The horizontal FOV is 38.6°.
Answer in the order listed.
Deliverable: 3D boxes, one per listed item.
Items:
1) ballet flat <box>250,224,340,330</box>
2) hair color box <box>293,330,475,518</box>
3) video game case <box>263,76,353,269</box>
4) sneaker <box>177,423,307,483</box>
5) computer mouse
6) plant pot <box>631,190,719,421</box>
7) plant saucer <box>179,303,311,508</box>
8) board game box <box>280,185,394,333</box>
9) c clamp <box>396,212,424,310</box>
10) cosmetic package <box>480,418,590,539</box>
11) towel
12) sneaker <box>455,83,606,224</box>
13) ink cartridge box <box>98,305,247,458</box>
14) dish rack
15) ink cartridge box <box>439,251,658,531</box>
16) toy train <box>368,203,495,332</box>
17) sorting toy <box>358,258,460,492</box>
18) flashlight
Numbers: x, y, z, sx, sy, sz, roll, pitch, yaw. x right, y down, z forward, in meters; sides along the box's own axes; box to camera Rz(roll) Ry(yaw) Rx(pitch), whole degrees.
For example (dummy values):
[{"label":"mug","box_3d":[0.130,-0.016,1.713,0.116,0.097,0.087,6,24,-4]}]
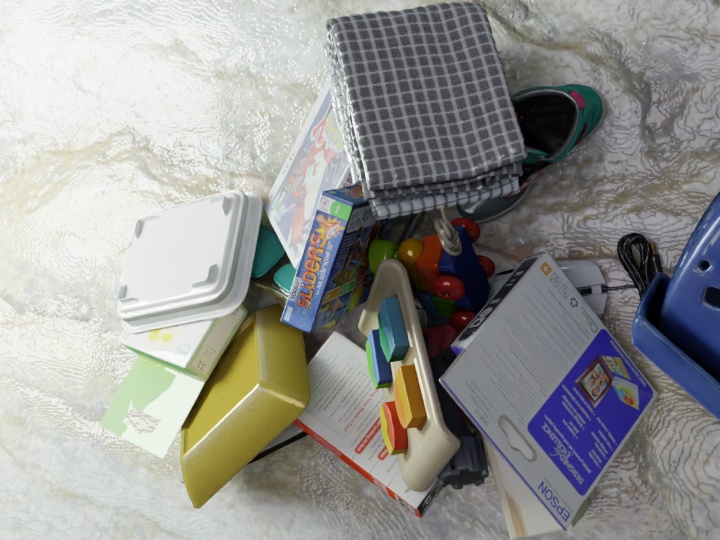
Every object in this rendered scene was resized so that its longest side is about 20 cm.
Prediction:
[{"label":"ballet flat","box_3d":[-0.093,0.009,1.227,0.200,0.071,0.071,36,106,37]},{"label":"hair color box","box_3d":[0.019,0.173,1.163,0.200,0.064,0.111,34,74,21]},{"label":"video game case","box_3d":[-0.046,-0.114,1.156,0.023,0.200,0.183,22,105,-24]},{"label":"sneaker","box_3d":[-0.144,0.192,1.260,0.199,0.073,0.085,-27,78,11]},{"label":"computer mouse","box_3d":[0.223,0.026,1.100,0.199,0.044,0.110,-9,89,24]},{"label":"plant pot","box_3d":[0.371,0.035,0.946,0.200,0.200,0.180,41,114,8]},{"label":"plant saucer","box_3d":[-0.147,0.142,1.197,0.048,0.200,0.200,37,111,-27]},{"label":"board game box","box_3d":[-0.014,-0.020,1.061,0.034,0.200,0.136,22,103,13]},{"label":"c clamp","box_3d":[0.046,-0.072,1.190,0.170,0.027,0.201,28,104,26]},{"label":"cosmetic package","box_3d":[0.176,0.172,1.093,0.071,0.105,0.201,-17,83,22]},{"label":"towel","box_3d":[0.061,-0.160,0.990,0.165,0.086,0.201,-10,71,-13]},{"label":"sneaker","box_3d":[0.166,-0.123,1.078,0.200,0.121,0.084,-43,75,18]},{"label":"ink cartridge box","box_3d":[-0.240,0.109,1.240,0.145,0.048,0.200,14,67,43]},{"label":"dish rack","box_3d":[-0.217,-0.017,1.246,0.199,0.044,0.172,-12,57,31]},{"label":"ink cartridge box","box_3d":[0.182,0.117,1.018,0.198,0.200,0.043,51,147,-9]},{"label":"toy train","box_3d":[0.059,-0.016,1.049,0.115,0.200,0.085,4,60,25]},{"label":"sorting toy","box_3d":[0.039,0.113,1.052,0.036,0.185,0.201,-11,66,-14]},{"label":"flashlight","box_3d":[0.095,0.134,1.108,0.067,0.068,0.201,-8,59,-6]}]
